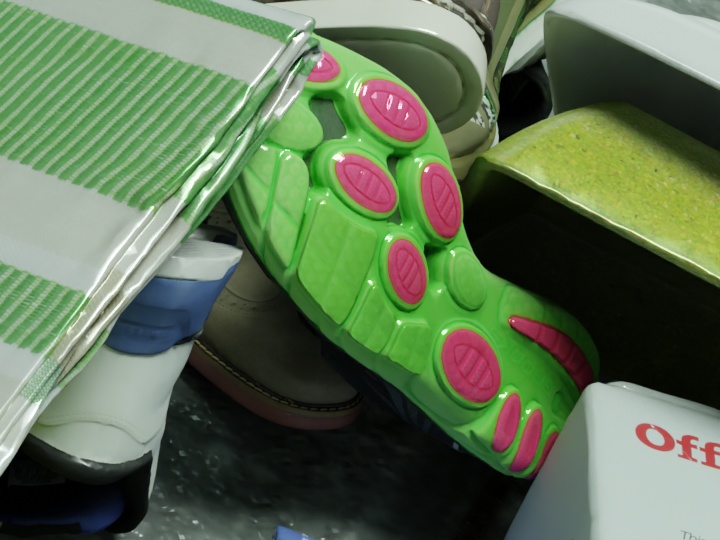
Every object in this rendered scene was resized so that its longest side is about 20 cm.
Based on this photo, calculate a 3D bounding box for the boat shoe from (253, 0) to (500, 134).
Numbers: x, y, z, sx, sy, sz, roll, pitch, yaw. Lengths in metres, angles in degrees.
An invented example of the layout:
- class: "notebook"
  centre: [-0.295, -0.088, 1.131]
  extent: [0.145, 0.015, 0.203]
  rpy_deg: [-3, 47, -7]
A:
- class: "boat shoe"
  centre: [-0.054, -0.086, 0.852]
  extent: [0.200, 0.072, 0.060]
  rpy_deg: [4, 53, 13]

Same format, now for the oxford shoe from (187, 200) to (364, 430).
- class: "oxford shoe"
  centre: [-0.046, -0.033, 0.934]
  extent: [0.070, 0.075, 0.200]
  rpy_deg: [-3, 49, -36]

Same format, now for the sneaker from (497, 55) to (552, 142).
- class: "sneaker"
  centre: [0.044, -0.090, 1.056]
  extent: [0.087, 0.074, 0.200]
  rpy_deg: [33, 44, 7]

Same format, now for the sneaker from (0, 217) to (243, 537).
- class: "sneaker"
  centre: [-0.103, 0.019, 0.844]
  extent: [0.080, 0.115, 0.199]
  rpy_deg: [13, 11, -20]

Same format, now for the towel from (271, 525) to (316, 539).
- class: "towel"
  centre: [0.056, 0.161, 0.820]
  extent: [0.200, 0.024, 0.145]
  rpy_deg: [21, 38, -8]

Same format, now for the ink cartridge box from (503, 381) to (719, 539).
- class: "ink cartridge box"
  centre: [0.122, 0.143, 0.797]
  extent: [0.146, 0.083, 0.200]
  rpy_deg: [17, 36, -10]

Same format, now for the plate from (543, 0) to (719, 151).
- class: "plate"
  centre: [0.158, -0.023, 0.885]
  extent: [0.199, 0.200, 0.032]
  rpy_deg: [25, 78, 13]

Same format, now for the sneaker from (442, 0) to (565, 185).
- class: "sneaker"
  centre: [0.029, -0.100, 0.927]
  extent: [0.077, 0.089, 0.200]
  rpy_deg: [16, 32, 7]

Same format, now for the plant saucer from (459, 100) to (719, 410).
- class: "plant saucer"
  centre: [0.126, 0.009, 0.902]
  extent: [0.200, 0.200, 0.048]
  rpy_deg: [28, 79, 1]

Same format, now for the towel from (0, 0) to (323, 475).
- class: "towel"
  centre: [-0.119, -0.011, 0.746]
  extent: [0.152, 0.023, 0.200]
  rpy_deg: [21, 65, 32]

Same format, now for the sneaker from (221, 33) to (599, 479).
- class: "sneaker"
  centre: [0.000, 0.000, 0.837]
  extent: [0.084, 0.200, 0.077]
  rpy_deg: [14, 62, 41]
